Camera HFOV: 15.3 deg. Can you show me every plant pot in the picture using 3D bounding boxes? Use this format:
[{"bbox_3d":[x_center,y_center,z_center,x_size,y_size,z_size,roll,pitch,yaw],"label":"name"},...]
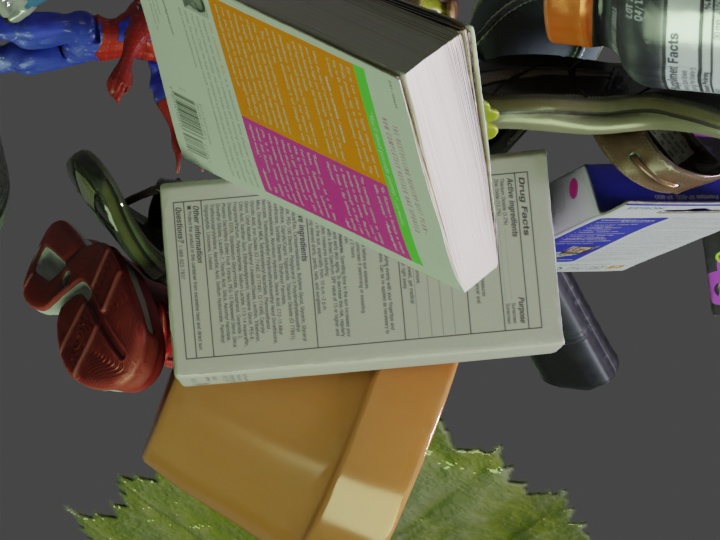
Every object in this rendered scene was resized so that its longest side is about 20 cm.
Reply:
[{"bbox_3d":[-0.035,0.067,1.495,0.140,0.200,0.200,21,145,-5],"label":"plant pot"}]

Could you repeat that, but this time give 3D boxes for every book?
[{"bbox_3d":[-0.025,-0.079,1.269,0.200,0.048,0.134,26,142,39],"label":"book"}]

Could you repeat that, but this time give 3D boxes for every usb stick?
[{"bbox_3d":[0.101,0.006,1.587,0.055,0.033,0.200,2,144,30],"label":"usb stick"}]

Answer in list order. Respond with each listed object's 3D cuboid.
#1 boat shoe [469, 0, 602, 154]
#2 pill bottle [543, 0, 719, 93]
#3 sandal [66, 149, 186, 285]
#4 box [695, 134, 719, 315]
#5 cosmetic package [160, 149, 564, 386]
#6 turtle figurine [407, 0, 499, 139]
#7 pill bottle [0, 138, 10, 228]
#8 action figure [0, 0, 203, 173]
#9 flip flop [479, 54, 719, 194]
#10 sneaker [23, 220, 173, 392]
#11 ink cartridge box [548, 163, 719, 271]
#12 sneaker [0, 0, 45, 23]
[{"bbox_3d":[0.073,-0.093,1.429,0.073,0.062,0.200,27,143,-12],"label":"boat shoe"},{"bbox_3d":[0.190,-0.136,1.286,0.199,0.106,0.106,7,145,13],"label":"pill bottle"},{"bbox_3d":[-0.108,-0.023,1.605,0.057,0.080,0.201,-46,139,4],"label":"sandal"},{"bbox_3d":[0.256,-0.039,1.462,0.142,0.036,0.200,5,143,16],"label":"box"},{"bbox_3d":[0.000,0.000,1.377,0.199,0.104,0.073,-4,174,-2],"label":"cosmetic package"},{"bbox_3d":[0.034,-0.127,1.318,0.064,0.162,0.200,17,139,-27],"label":"turtle figurine"},{"bbox_3d":[-0.262,-0.066,1.553,0.110,0.111,0.200,9,145,8],"label":"pill bottle"},{"bbox_3d":[-0.153,-0.102,1.434,0.199,0.099,0.065,-9,155,-13],"label":"action figure"},{"bbox_3d":[0.142,-0.069,1.340,0.199,0.081,0.058,5,112,14],"label":"flip flop"},{"bbox_3d":[-0.125,0.031,1.621,0.115,0.200,0.079,21,104,-27],"label":"sneaker"},{"bbox_3d":[0.140,-0.030,1.433,0.094,0.037,0.200,-1,172,-20],"label":"ink cartridge box"},{"bbox_3d":[-0.186,-0.225,1.353,0.086,0.075,0.200,-26,129,1],"label":"sneaker"}]
